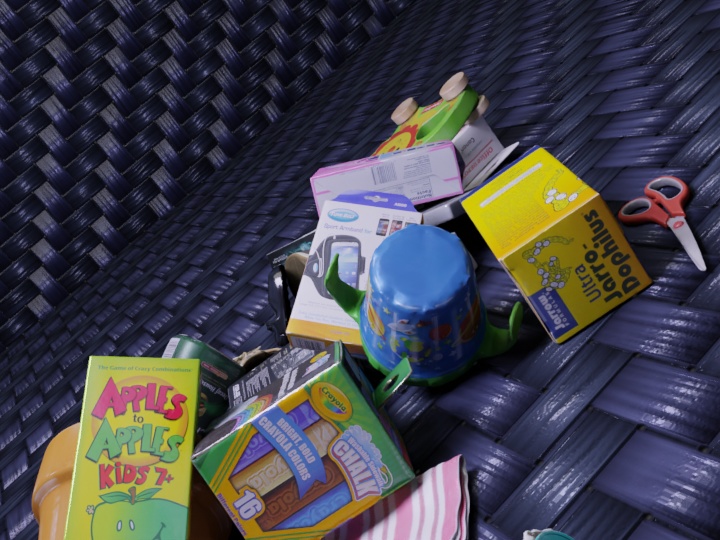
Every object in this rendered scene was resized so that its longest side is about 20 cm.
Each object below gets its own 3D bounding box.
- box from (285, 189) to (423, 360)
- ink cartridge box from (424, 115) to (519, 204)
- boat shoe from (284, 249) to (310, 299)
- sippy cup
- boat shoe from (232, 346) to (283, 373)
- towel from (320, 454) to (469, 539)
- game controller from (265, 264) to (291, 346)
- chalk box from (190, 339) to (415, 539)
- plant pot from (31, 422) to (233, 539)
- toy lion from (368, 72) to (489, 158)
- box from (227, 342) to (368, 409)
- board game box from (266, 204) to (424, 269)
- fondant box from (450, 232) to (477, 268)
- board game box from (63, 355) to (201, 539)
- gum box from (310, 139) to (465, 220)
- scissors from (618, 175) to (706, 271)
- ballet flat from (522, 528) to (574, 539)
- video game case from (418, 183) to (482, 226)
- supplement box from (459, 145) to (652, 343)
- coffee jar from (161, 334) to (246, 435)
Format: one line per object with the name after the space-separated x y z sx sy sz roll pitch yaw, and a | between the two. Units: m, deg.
0.000 0.000 0.976 0.118 0.042 0.201 9 58 11 | box
0.135 -0.166 1.326 0.117 0.068 0.200 -47 18 -25 | ink cartridge box
-0.038 0.001 1.110 0.066 0.072 0.201 -18 2 -25 | boat shoe
0.060 0.027 0.856 0.177 0.131 0.140 -16 59 -4 | sippy cup
-0.126 0.127 1.146 0.199 0.063 0.073 -9 34 54 | boat shoe
0.002 0.238 0.720 0.199 0.030 0.147 -30 20 22 | towel
-0.107 0.049 1.177 0.042 0.105 0.200 3 -3 -6 | game controller
-0.031 0.151 0.795 0.199 0.124 0.125 -32 5 2 | chalk box
-0.226 0.273 0.831 0.199 0.200 0.184 -28 37 25 | plant pot
0.076 -0.185 1.295 0.200 0.069 0.192 -15 36 56 | toy lion
-0.065 0.152 0.961 0.160 0.044 0.200 -36 29 5 | box
-0.020 -0.057 1.247 0.199 0.028 0.135 -23 0 -39 | board game box
0.031 0.034 1.088 0.199 0.058 0.144 -15 30 51 | fondant box
-0.197 0.177 0.765 0.048 0.101 0.201 103 167 -59 | board game box
0.041 -0.120 1.149 0.198 0.067 0.114 -13 12 6 | gum box
0.313 -0.052 0.849 0.073 0.014 0.200 -34 18 5 | scissors
0.100 0.244 0.507 0.071 0.072 0.200 -25 21 32 | ballet flat
0.097 -0.073 1.167 0.181 0.024 0.200 -22 4 39 | video game case
0.190 -0.034 0.884 0.109 0.109 0.200 -35 20 8 | supplement box
-0.228 0.188 1.067 0.085 0.104 0.201 -2 58 55 | coffee jar
